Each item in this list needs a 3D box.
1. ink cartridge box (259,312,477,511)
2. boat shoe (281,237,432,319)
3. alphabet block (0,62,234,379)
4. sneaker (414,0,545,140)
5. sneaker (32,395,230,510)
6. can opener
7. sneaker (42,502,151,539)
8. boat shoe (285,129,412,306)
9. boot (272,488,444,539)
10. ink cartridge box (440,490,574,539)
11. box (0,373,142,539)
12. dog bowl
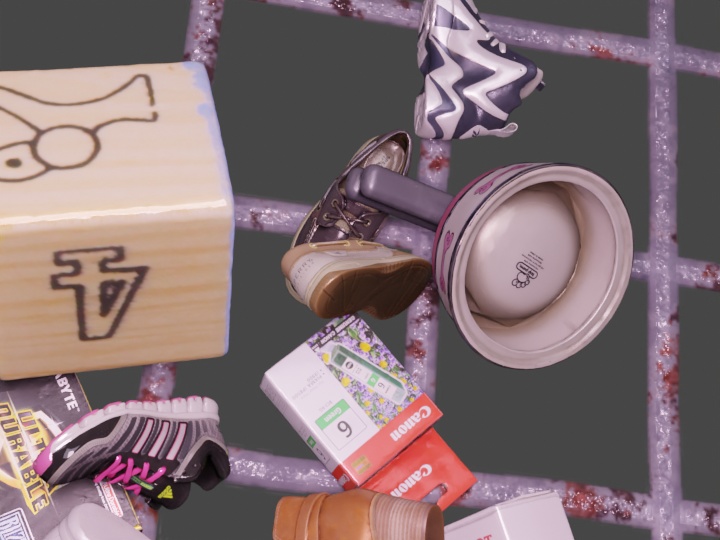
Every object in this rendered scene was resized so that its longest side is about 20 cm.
[{"bbox_3d":[0.012,0.144,1.217,0.109,0.050,0.200,-37,80,-21],"label":"ink cartridge box"},{"bbox_3d":[0.000,0.000,1.212,0.066,0.200,0.074,40,106,24],"label":"boat shoe"},{"bbox_3d":[-0.221,-0.045,1.126,0.199,0.197,0.196,-5,46,-12],"label":"alphabet block"},{"bbox_3d":[0.128,-0.225,1.356,0.129,0.080,0.200,7,70,-10],"label":"sneaker"},{"bbox_3d":[-0.183,0.163,1.119,0.200,0.074,0.088,-3,58,-53],"label":"sneaker"},{"bbox_3d":[0.073,-0.039,1.259,0.200,0.053,0.067,19,77,-30],"label":"can opener"},{"bbox_3d":[-0.190,0.277,1.117,0.088,0.075,0.200,-42,113,17],"label":"sneaker"},{"bbox_3d":[-0.011,-0.058,1.277,0.073,0.065,0.200,28,69,-2],"label":"boat shoe"},{"bbox_3d":[-0.008,0.289,1.130,0.154,0.074,0.201,-1,77,28],"label":"boot"},{"bbox_3d":[0.128,0.305,1.123,0.085,0.146,0.200,-2,68,-40],"label":"ink cartridge box"},{"bbox_3d":[-0.302,0.170,1.150,0.159,0.049,0.200,-22,76,-15],"label":"box"},{"bbox_3d":[0.156,-0.012,1.243,0.200,0.074,0.201,-9,112,-23],"label":"dog bowl"}]
